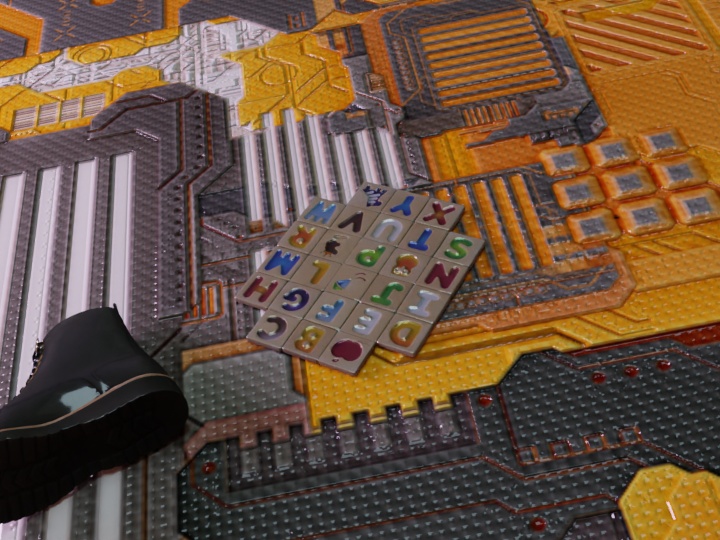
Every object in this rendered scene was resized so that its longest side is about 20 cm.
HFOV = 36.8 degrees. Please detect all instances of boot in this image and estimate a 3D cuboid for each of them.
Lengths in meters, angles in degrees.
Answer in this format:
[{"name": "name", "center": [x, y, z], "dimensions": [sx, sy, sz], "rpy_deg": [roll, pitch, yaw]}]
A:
[{"name": "boot", "center": [-0.245, 0.101, 0.801], "dimensions": [0.200, 0.078, 0.138], "rpy_deg": [-17, 39, -24]}]

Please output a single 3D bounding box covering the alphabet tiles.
[{"name": "alphabet tiles", "center": [0.000, 0.000, 0.892], "dimensions": [0.166, 0.006, 0.200], "rpy_deg": [17, 51, 25]}]
